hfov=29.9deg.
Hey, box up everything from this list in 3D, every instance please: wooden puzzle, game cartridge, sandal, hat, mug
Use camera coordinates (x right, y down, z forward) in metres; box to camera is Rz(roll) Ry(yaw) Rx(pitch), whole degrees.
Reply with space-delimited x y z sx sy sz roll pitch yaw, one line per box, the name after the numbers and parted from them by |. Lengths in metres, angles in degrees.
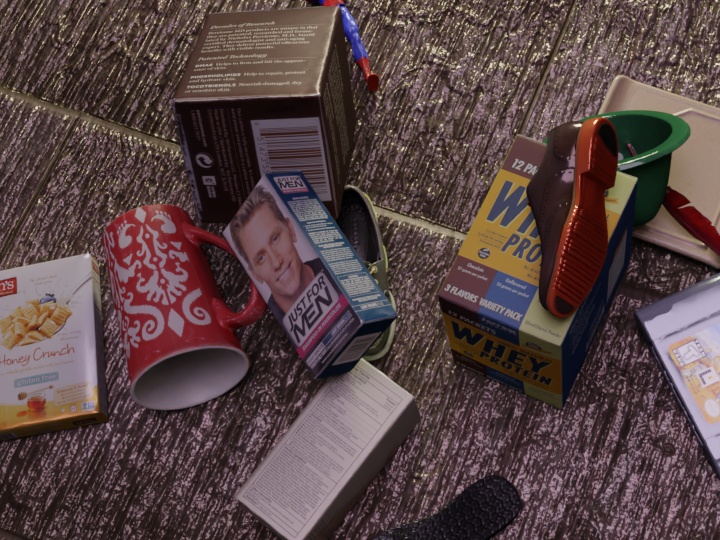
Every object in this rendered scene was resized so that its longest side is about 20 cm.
0.351 -0.112 1.535 0.199 0.037 0.186 23 72 12 | wooden puzzle
0.392 0.104 1.426 0.132 0.042 0.201 -26 68 4 | game cartridge
0.081 0.285 1.406 0.199 0.045 0.075 -28 70 -19 | sandal
0.299 -0.064 1.486 0.165 0.177 0.200 -25 25 -18 | hat
-0.195 0.031 1.515 0.176 0.134 0.201 -18 61 -7 | mug

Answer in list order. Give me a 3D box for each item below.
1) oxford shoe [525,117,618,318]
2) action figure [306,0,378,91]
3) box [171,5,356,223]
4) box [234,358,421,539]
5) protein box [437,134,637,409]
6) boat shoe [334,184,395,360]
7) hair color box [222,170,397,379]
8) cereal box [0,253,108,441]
0.196 -0.050 1.303 0.072 0.071 0.201 1 67 39 | oxford shoe
-0.031 -0.321 1.653 0.065 0.099 0.201 -17 63 0 | action figure
-0.102 -0.177 1.524 0.163 0.167 0.201 -2 38 9 | box
-0.032 0.197 1.436 0.095 0.078 0.200 35 76 22 | box
0.190 0.005 1.416 0.134 0.200 0.199 22 72 18 | protein box
-0.003 0.001 1.526 0.071 0.060 0.203 -9 66 5 | boat shoe
-0.056 0.003 1.417 0.100 0.060 0.201 -50 63 35 | hair color box
-0.369 0.088 1.558 0.143 0.040 0.201 -11 66 4 | cereal box
